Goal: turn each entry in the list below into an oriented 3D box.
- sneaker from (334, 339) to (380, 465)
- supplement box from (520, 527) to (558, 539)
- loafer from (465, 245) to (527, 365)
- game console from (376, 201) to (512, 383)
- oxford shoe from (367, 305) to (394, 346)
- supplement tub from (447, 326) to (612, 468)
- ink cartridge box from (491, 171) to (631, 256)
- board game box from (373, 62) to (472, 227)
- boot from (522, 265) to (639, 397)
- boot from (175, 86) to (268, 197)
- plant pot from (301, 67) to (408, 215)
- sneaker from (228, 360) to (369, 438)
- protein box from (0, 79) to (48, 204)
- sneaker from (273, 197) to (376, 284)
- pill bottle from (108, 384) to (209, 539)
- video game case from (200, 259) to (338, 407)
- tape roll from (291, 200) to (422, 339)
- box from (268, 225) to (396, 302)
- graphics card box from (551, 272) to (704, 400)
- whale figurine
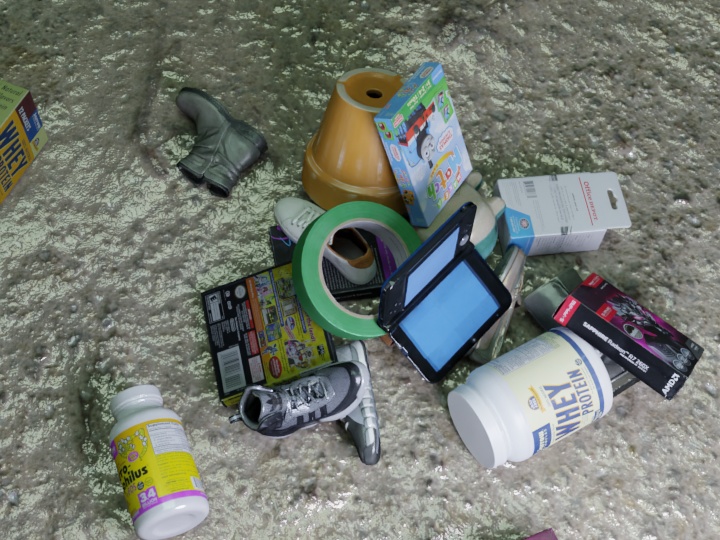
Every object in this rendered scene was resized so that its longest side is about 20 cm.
[{"bbox_3d":[-0.036,0.199,1.572,0.115,0.075,0.200,-9,53,1],"label":"sneaker"},{"bbox_3d":[0.185,0.444,1.410,0.200,0.103,0.131,-20,61,-14],"label":"supplement box"},{"bbox_3d":[0.216,0.057,1.666,0.063,0.072,0.200,31,68,-5],"label":"loafer"},{"bbox_3d":[0.130,0.032,1.544,0.118,0.171,0.200,38,65,18],"label":"game console"},{"bbox_3d":[0.116,0.059,1.657,0.200,0.071,0.071,-25,68,-4],"label":"oxford shoe"},{"bbox_3d":[0.241,0.183,1.541,0.200,0.145,0.145,-26,64,-16],"label":"supplement tub"},{"bbox_3d":[0.322,-0.091,1.748,0.200,0.067,0.116,-4,60,-7],"label":"ink cartridge box"},{"bbox_3d":[0.100,-0.191,1.645,0.037,0.200,0.151,10,47,35],"label":"board game box"},{"bbox_3d":[0.372,0.079,1.645,0.182,0.073,0.200,-26,66,-16],"label":"boot"},{"bbox_3d":[-0.265,-0.216,1.805,0.200,0.068,0.131,35,70,19],"label":"boot"},{"bbox_3d":[0.013,-0.211,1.711,0.200,0.183,0.200,5,42,-4],"label":"plant pot"},{"bbox_3d":[-0.089,0.180,1.501,0.200,0.114,0.076,-28,68,24],"label":"sneaker"},{"bbox_3d":[-0.654,-0.211,1.743,0.198,0.135,0.200,21,62,11],"label":"protein box"},{"bbox_3d":[-0.053,-0.066,1.672,0.200,0.085,0.073,35,66,19],"label":"sneaker"},{"bbox_3d":[-0.287,0.262,1.498,0.104,0.104,0.200,-18,61,-12],"label":"pill bottle"},{"bbox_3d":[-0.139,0.088,1.615,0.181,0.026,0.200,-20,55,5],"label":"video game case"},{"bbox_3d":[0.000,0.000,1.581,0.200,0.048,0.201,4,79,-21],"label":"tape roll"},{"bbox_3d":[-0.038,-0.018,1.712,0.200,0.036,0.143,-7,59,-8],"label":"box"},{"bbox_3d":[0.384,0.090,1.540,0.200,0.051,0.125,38,29,14],"label":"graphics card box"},{"bbox_3d":[0.160,-0.078,1.729,0.159,0.104,0.200,-13,34,17],"label":"whale figurine"}]
